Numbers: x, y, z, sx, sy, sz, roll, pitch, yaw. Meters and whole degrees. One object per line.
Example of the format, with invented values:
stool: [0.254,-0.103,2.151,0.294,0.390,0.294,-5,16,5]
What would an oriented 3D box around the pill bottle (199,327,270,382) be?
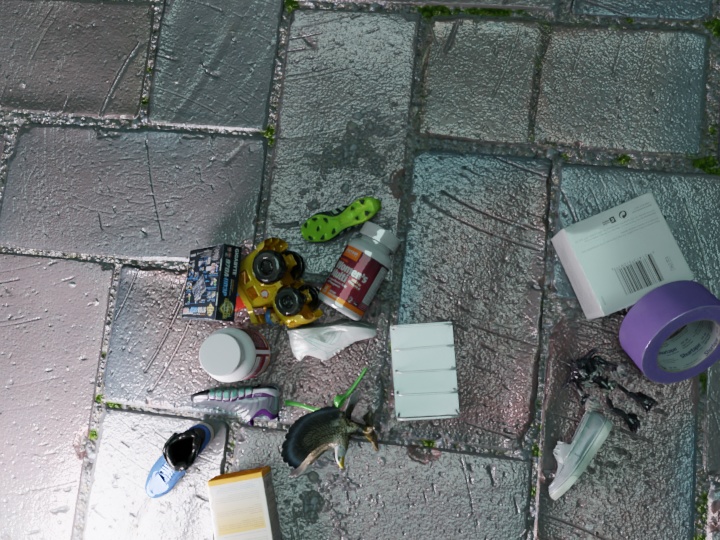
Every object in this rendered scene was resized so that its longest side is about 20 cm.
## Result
pill bottle: [-0.266,0.177,1.282,0.112,0.200,0.114,-1,82,5]

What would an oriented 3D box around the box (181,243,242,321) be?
box: [-0.327,0.030,1.319,0.046,0.200,0.160,10,81,-35]

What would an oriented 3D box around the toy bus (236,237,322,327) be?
toy bus: [-0.207,0.056,1.337,0.192,0.136,0.200,-32,82,14]

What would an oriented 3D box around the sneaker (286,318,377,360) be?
sneaker: [-0.059,0.153,1.340,0.199,0.070,0.081,-6,97,7]

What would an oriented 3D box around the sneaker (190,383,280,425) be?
sneaker: [-0.275,0.301,1.332,0.199,0.074,0.088,-4,87,4]

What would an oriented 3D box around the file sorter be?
file sorter: [0.136,0.209,1.279,0.138,0.125,0.201,-4,81,4]

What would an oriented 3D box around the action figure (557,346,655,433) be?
action figure: [0.506,0.238,1.253,0.200,0.102,0.119,36,98,7]

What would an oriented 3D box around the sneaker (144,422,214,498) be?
sneaker: [-0.408,0.417,1.308,0.077,0.111,0.200,45,88,9]

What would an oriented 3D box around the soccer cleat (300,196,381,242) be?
soccer cleat: [-0.042,-0.113,1.371,0.199,0.081,0.068,-19,89,24]

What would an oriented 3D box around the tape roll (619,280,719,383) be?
tape roll: [0.629,0.124,1.206,0.199,0.085,0.201,-7,125,-10]

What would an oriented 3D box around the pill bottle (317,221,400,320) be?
pill bottle: [0.000,0.000,1.327,0.109,0.110,0.200,30,86,8]

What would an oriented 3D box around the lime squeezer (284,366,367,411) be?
lime squeezer: [-0.064,0.284,1.339,0.199,0.038,0.071,-24,50,3]

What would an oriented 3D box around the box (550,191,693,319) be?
box: [0.540,-0.027,1.269,0.198,0.131,0.201,-23,80,2]

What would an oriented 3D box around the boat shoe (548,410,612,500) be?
boat shoe: [0.441,0.379,1.262,0.071,0.070,0.201,35,83,20]

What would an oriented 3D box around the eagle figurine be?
eagle figurine: [-0.065,0.349,1.259,0.199,0.151,0.152,-10,101,-1]

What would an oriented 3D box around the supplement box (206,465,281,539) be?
supplement box: [-0.245,0.535,1.295,0.125,0.074,0.201,-11,81,4]
